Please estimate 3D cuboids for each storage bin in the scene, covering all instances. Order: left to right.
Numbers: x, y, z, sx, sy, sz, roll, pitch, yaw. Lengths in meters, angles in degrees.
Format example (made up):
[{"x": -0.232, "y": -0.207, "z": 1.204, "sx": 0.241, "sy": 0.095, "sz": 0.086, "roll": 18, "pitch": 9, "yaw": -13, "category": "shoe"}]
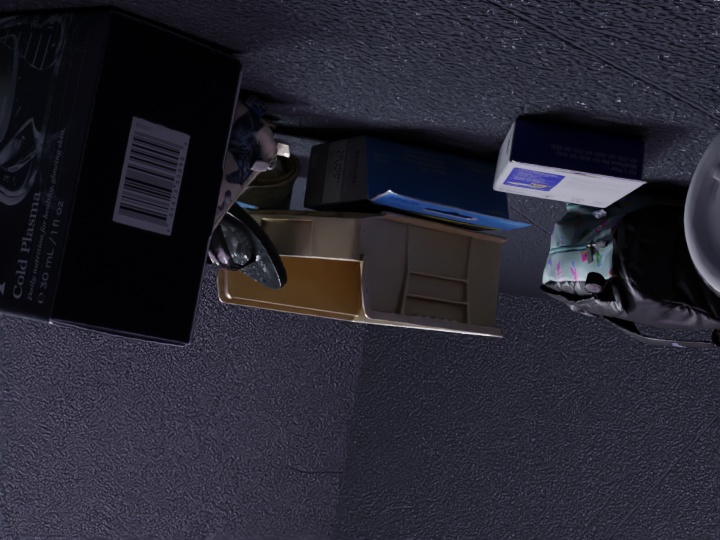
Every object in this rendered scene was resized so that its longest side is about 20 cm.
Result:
[{"x": 0.000, "y": 0.000, "z": 1.275, "sx": 0.197, "sy": 0.095, "sz": 0.199, "roll": 9, "pitch": 177, "yaw": -44, "category": "storage bin"}]

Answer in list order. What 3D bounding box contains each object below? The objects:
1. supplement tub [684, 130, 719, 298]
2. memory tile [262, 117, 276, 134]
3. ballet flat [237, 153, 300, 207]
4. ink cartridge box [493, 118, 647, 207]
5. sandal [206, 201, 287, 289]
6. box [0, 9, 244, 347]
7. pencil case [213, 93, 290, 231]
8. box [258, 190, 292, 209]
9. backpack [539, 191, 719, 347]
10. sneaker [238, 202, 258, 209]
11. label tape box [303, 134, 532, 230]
[{"x": 0.300, "y": -0.022, "z": 0.823, "sx": 0.198, "sy": 0.124, "sz": 0.122, "roll": 11, "pitch": 177, "yaw": -36, "category": "supplement tub"}, {"x": -0.175, "y": -0.140, "z": 1.253, "sx": 0.152, "sy": 0.017, "sz": 0.199, "roll": 11, "pitch": 176, "yaw": -28, "category": "memory tile"}, {"x": -0.145, "y": -0.104, "z": 1.250, "sx": 0.198, "sy": 0.068, "sz": 0.062, "roll": 7, "pitch": 151, "yaw": -34, "category": "ballet flat"}, {"x": 0.156, "y": -0.081, "z": 1.041, "sx": 0.098, "sy": 0.040, "sz": 0.200, "roll": 10, "pitch": 179, "yaw": 1, "category": "ink cartridge box"}, {"x": -0.144, "y": -0.050, "z": 1.186, "sx": 0.201, "sy": 0.048, "sz": 0.075, "roll": 47, "pitch": 154, "yaw": -11, "category": "sandal"}, {"x": -0.203, "y": -0.064, "z": 0.947, "sx": 0.195, "sy": 0.203, "sz": 0.123, "roll": 6, "pitch": 174, "yaw": 44, "category": "box"}, {"x": -0.140, "y": -0.050, "z": 1.075, "sx": 0.089, "sy": 0.201, "sz": 0.078, "roll": 24, "pitch": 154, "yaw": 18, "category": "pencil case"}, {"x": -0.155, "y": -0.076, "z": 1.552, "sx": 0.146, "sy": 0.109, "sz": 0.200, "roll": 9, "pitch": 178, "yaw": -5, "category": "box"}, {"x": 0.258, "y": -0.008, "z": 1.280, "sx": 0.165, "sy": 0.128, "sz": 0.200, "roll": 23, "pitch": 174, "yaw": -21, "category": "backpack"}, {"x": -0.186, "y": -0.106, "z": 1.406, "sx": 0.198, "sy": 0.074, "sz": 0.082, "roll": 20, "pitch": -157, "yaw": 6, "category": "sneaker"}, {"x": 0.050, "y": -0.077, "z": 1.238, "sx": 0.142, "sy": 0.067, "sz": 0.200, "roll": 10, "pitch": 175, "yaw": -23, "category": "label tape box"}]
